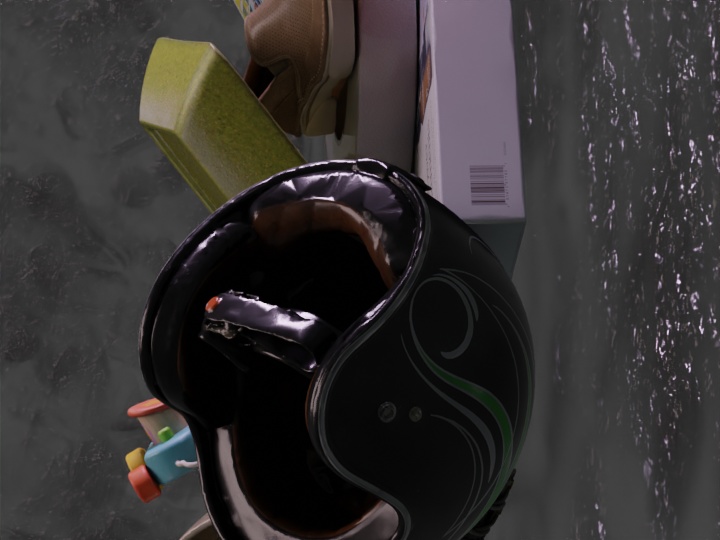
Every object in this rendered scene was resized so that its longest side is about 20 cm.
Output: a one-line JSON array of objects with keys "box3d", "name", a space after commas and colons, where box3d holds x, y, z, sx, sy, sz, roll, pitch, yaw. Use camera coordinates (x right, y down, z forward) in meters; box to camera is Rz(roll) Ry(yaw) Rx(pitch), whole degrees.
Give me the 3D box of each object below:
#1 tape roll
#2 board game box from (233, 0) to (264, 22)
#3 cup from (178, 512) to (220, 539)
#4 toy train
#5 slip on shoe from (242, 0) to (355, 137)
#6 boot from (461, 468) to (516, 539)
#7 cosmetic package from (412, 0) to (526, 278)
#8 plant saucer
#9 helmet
[{"box3d": [0.004, -0.132, 1.457, 0.203, 0.037, 0.203, 179, 90, -83], "name": "tape roll"}, {"box3d": [-0.063, -0.223, 1.527, 0.200, 0.029, 0.135, 92, 153, -59], "name": "board game box"}, {"box3d": [-0.010, 0.197, 1.495, 0.143, 0.200, 0.201, -52, -29, -54], "name": "cup"}, {"box3d": [-0.074, 0.075, 1.513, 0.200, 0.150, 0.056, -35, -85, -50], "name": "toy train"}, {"box3d": [-0.039, -0.142, 1.403, 0.200, 0.060, 0.076, 107, 162, -68], "name": "slip on shoe"}, {"box3d": [0.042, 0.178, 1.302, 0.200, 0.069, 0.174, 42, 116, 40], "name": "boot"}, {"box3d": [0.059, -0.077, 1.357, 0.151, 0.052, 0.200, 93, 176, -61], "name": "cosmetic package"}, {"box3d": [-0.065, -0.049, 1.442, 0.200, 0.048, 0.200, 53, 173, -14], "name": "plant saucer"}, {"box3d": [-0.004, 0.061, 1.215, 0.200, 0.200, 0.191, -94, -17, -47], "name": "helmet"}]
